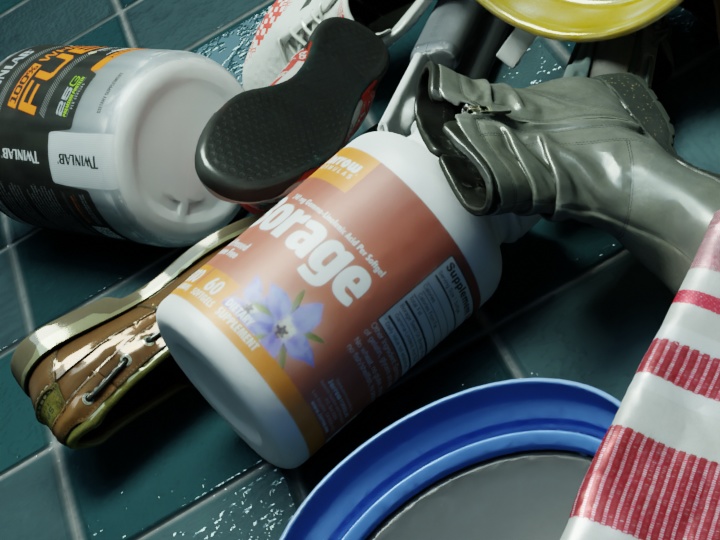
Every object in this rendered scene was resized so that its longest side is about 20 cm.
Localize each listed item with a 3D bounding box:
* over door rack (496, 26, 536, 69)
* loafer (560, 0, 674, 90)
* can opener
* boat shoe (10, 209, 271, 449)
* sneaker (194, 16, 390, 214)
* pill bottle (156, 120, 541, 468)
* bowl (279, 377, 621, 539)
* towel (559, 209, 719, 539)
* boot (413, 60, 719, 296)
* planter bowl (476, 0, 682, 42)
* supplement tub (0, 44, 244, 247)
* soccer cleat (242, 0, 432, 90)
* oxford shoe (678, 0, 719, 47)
[{"bbox_3d":[0.093,-0.223,1.239,0.200,0.148,0.067,-44,-10,-45],"label":"over door rack"},{"bbox_3d":[0.145,-0.106,1.168,0.063,0.072,0.200,26,48,3],"label":"loafer"},{"bbox_3d":[0.040,-0.122,1.274,0.067,0.053,0.200,-10,37,32],"label":"can opener"},{"bbox_3d":[-0.094,0.036,1.171,0.200,0.072,0.068,-31,61,-13],"label":"boat shoe"},{"bbox_3d":[-0.050,-0.062,1.207,0.108,0.067,0.201,-60,-4,37],"label":"sneaker"},{"bbox_3d":[0.000,0.000,1.086,0.200,0.112,0.112,-41,33,-14],"label":"pill bottle"},{"bbox_3d":[0.050,0.134,0.932,0.200,0.039,0.201,-22,33,15],"label":"bowl"},{"bbox_3d":[0.182,0.065,0.872,0.144,0.023,0.200,18,56,21],"label":"towel"},{"bbox_3d":[0.108,-0.031,1.000,0.130,0.068,0.200,-2,37,-28],"label":"boot"},{"bbox_3d":[0.134,-0.230,1.138,0.200,0.201,0.083,-5,10,36],"label":"planter bowl"},{"bbox_3d":[-0.170,-0.083,1.333,0.200,0.123,0.123,8,50,45],"label":"supplement tub"},{"bbox_3d":[-0.009,-0.159,1.308,0.200,0.069,0.085,-36,15,30],"label":"soccer cleat"},{"bbox_3d":[0.208,-0.189,1.208,0.071,0.071,0.200,-28,34,13],"label":"oxford shoe"}]
